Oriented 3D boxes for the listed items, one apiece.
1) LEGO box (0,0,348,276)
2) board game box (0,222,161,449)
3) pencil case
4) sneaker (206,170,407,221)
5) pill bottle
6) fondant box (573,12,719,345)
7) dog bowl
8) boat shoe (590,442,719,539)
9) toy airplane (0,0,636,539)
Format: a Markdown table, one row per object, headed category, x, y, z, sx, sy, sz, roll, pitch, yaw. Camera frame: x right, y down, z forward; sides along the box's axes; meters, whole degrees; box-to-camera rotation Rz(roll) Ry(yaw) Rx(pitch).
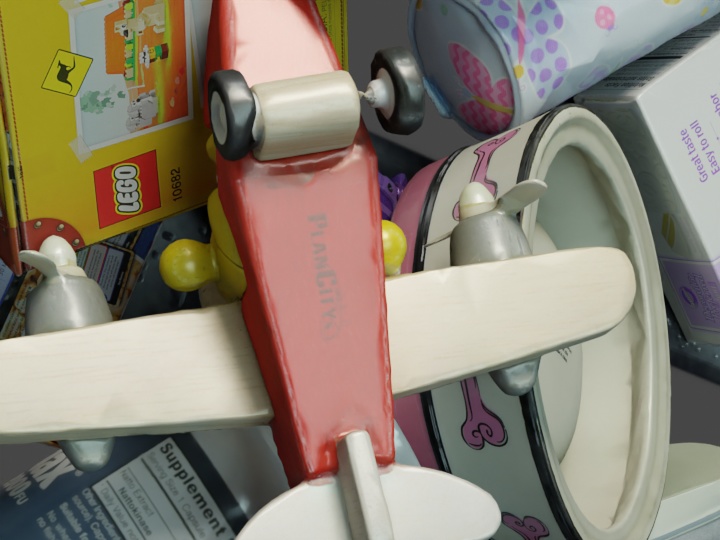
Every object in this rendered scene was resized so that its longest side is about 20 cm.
| category | x | y | z | sx | sy | sz | roll | pitch | yaw |
| --- | --- | --- | --- | --- | --- | --- | --- | --- | --- |
| LEGO box | -0.086 | -0.118 | 0.797 | 0.149 | 0.077 | 0.201 | -21 | 132 | -25 |
| board game box | -0.180 | -0.037 | 0.870 | 0.200 | 0.046 | 0.152 | 28 | 78 | -26 |
| pencil case | 0.117 | -0.136 | 1.005 | 0.200 | 0.091 | 0.083 | -31 | 96 | -23 |
| sneaker | 0.000 | 0.000 | 0.955 | 0.083 | 0.080 | 0.201 | -32 | 109 | -37 |
| pill bottle | -0.077 | 0.114 | 0.868 | 0.200 | 0.120 | 0.120 | -32 | 106 | -12 |
| fondant box | 0.219 | -0.074 | 1.074 | 0.200 | 0.058 | 0.145 | -35 | 110 | -20 |
| dog bowl | 0.073 | 0.031 | 0.947 | 0.200 | 0.074 | 0.201 | -7 | 90 | -65 |
| boat shoe | 0.097 | 0.145 | 1.010 | 0.200 | 0.070 | 0.072 | -19 | 111 | -21 |
| toy airplane | -0.021 | 0.020 | 0.792 | 0.200 | 0.141 | 0.199 | 37 | 80 | -15 |
